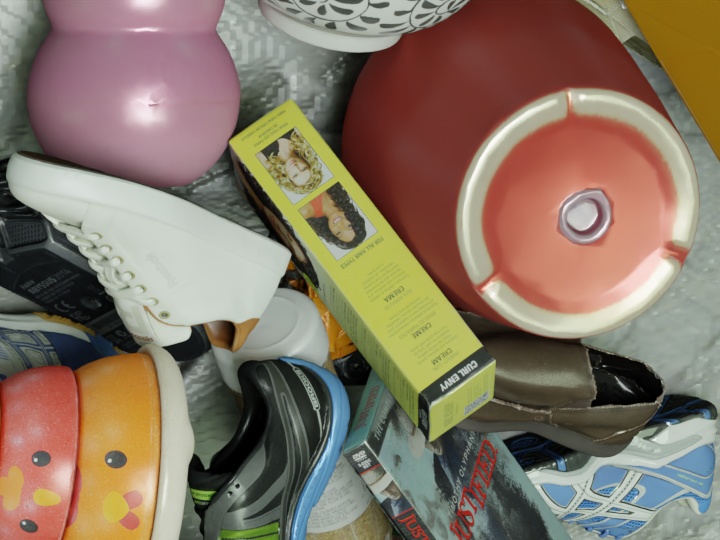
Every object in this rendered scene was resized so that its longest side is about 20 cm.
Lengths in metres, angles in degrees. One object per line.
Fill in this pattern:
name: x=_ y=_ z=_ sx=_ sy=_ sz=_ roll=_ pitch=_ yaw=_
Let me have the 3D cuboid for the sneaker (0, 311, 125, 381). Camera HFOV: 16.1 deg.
sneaker: x=-0.218 y=0.065 z=1.499 sx=0.199 sy=0.088 sz=0.075 roll=24 pitch=121 yaw=-20

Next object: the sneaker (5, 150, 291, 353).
sneaker: x=-0.122 y=-0.004 z=1.418 sx=0.199 sy=0.073 sz=0.085 roll=25 pitch=86 yaw=-42

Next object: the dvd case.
dvd case: x=0.064 y=0.141 z=1.531 sx=0.022 sy=0.146 sz=0.200 roll=-28 pitch=110 yaw=26

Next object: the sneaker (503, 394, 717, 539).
sneaker: x=0.146 y=0.142 z=1.659 sx=0.199 sy=0.076 sz=0.078 roll=-13 pitch=104 yaw=-13

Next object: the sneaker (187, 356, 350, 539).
sneaker: x=-0.071 y=0.144 z=1.452 sx=0.082 sy=0.071 sz=0.201 roll=20 pitch=83 yaw=-26

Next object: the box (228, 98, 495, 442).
box: x=0.000 y=0.000 z=1.471 sx=0.050 sy=0.075 sz=0.200 roll=-35 pitch=72 yaw=-10

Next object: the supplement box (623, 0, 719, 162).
supplement box: x=0.305 y=-0.182 z=1.519 sx=0.200 sy=0.197 sz=0.133 roll=-50 pitch=117 yaw=-32

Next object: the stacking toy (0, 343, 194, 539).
stacking toy: x=-0.200 y=0.107 z=1.396 sx=0.199 sy=0.146 sz=0.147 roll=5 pitch=103 yaw=-16

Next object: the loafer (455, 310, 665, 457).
loafer: x=0.108 y=0.058 z=1.557 sx=0.199 sy=0.073 sz=0.071 roll=14 pitch=140 yaw=-39

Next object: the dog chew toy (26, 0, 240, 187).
dog chew toy: x=-0.131 y=-0.150 z=1.467 sx=0.124 sy=0.124 sz=0.202 roll=-2 pitch=97 yaw=-18

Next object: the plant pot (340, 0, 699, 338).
plant pot: x=0.101 y=-0.053 z=1.465 sx=0.199 sy=0.177 sz=0.202 roll=-4 pitch=106 yaw=-13

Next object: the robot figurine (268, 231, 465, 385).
robot figurine: x=0.035 y=-0.012 z=1.589 sx=0.199 sy=0.058 sz=0.146 roll=-23 pitch=110 yaw=-12

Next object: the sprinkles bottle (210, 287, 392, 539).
sprinkles bottle: x=-0.034 y=0.104 z=1.560 sx=0.068 sy=0.068 sz=0.201 roll=-26 pitch=131 yaw=-10

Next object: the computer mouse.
computer mouse: x=-0.164 y=-0.012 z=1.504 sx=0.199 sy=0.138 sz=0.053 roll=32 pitch=56 yaw=-30

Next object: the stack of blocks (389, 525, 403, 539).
stack of blocks: x=0.015 y=0.275 z=1.631 sx=0.058 sy=0.115 sz=0.201 roll=17 pitch=99 yaw=-22

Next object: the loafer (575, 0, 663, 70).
loafer: x=0.140 y=-0.168 z=1.571 sx=0.199 sy=0.076 sz=0.069 roll=14 pitch=94 yaw=-22

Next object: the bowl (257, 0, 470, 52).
bowl: x=-0.007 y=-0.187 z=1.466 sx=0.199 sy=0.201 sz=0.095 roll=3 pitch=121 yaw=-19
